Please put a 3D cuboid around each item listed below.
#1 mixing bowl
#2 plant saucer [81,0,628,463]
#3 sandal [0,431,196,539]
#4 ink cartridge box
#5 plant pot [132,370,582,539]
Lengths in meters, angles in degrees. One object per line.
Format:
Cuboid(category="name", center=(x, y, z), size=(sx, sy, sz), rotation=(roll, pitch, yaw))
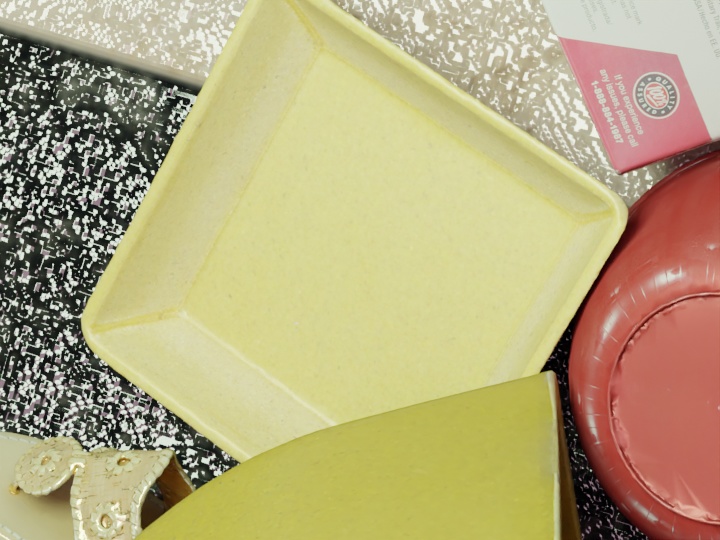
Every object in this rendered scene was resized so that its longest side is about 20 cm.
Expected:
Cuboid(category="mixing bowl", center=(0.165, 0.048, 1.162), size=(0.200, 0.108, 0.201), rotation=(3, 98, 25))
Cuboid(category="plant saucer", center=(0.000, 0.000, 1.235), size=(0.200, 0.048, 0.200), rotation=(35, 108, 17))
Cuboid(category="sandal", center=(-0.088, 0.111, 1.252), size=(0.212, 0.078, 0.070), rotation=(33, 126, 5))
Cuboid(category="ink cartridge box", center=(0.173, -0.147, 1.167), size=(0.200, 0.083, 0.147), rotation=(-19, 119, 12))
Cuboid(category="plant pot", center=(-0.004, 0.180, 1.136), size=(0.200, 0.196, 0.195), rotation=(-7, 118, 8))
